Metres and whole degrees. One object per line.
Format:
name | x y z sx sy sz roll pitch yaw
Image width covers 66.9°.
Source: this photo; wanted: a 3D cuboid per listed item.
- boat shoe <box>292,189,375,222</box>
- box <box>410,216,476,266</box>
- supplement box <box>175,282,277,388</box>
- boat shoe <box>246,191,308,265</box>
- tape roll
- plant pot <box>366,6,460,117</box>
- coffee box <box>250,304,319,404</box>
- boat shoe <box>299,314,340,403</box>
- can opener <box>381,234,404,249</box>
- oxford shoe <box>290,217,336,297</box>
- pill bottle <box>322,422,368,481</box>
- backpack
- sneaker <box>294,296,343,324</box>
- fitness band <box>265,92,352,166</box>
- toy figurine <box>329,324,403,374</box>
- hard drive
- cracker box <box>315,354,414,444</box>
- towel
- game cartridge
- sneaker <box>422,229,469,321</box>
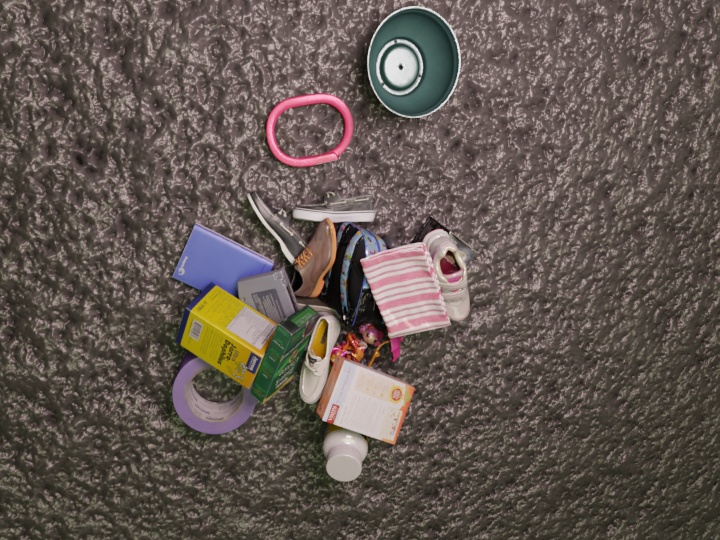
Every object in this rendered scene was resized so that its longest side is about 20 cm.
boat shoe | -0.061 -0.147 1.241 0.192 0.072 0.074 -3 97 -19
box | 0.156 -0.005 1.266 0.085 0.164 0.203 33 98 -17
supplement box | -0.289 0.143 1.207 0.196 0.109 0.111 31 124 2
boat shoe | -0.179 -0.103 1.224 0.059 0.076 0.202 -34 121 2
tape roll | -0.341 0.274 1.294 0.192 0.085 0.208 -3 106 -9
plant pot | 0.096 -0.431 1.145 0.192 0.134 0.209 -3 107 -10
coffee box | -0.164 0.182 1.187 0.043 0.122 0.204 32 117 13
boat shoe | -0.099 0.200 1.227 0.069 0.070 0.207 19 90 20
can opener | 0.082 -0.021 1.229 0.066 0.201 0.054 34 106 -22
oxford shoe | -0.107 -0.022 1.210 0.071 0.071 0.205 -4 125 -36
pill bottle | -0.034 0.396 1.316 0.108 0.202 0.116 1 121 2
backpack | 0.000 0.000 1.224 0.130 0.182 0.208 1 110 -29
sneaker | -0.088 0.121 1.313 0.192 0.075 0.110 10 116 -13
fitness band | -0.111 -0.308 1.196 0.192 0.037 0.149 -11 105 -9
toy figurine | 0.012 0.194 1.314 0.199 0.150 0.186 40 91 -14
hard drive | -0.313 -0.003 1.249 0.195 0.025 0.135 26 100 -17
cracker box | 0.012 0.291 1.225 0.195 0.057 0.138 25 86 -24
towel | 0.094 0.048 1.122 0.141 0.030 0.205 -13 115 18
game cartridge | -0.202 0.101 1.247 0.128 0.042 0.206 -8 113 20
sneaker | 0.186 0.021 1.146 0.079 0.088 0.206 -22 109 -2
